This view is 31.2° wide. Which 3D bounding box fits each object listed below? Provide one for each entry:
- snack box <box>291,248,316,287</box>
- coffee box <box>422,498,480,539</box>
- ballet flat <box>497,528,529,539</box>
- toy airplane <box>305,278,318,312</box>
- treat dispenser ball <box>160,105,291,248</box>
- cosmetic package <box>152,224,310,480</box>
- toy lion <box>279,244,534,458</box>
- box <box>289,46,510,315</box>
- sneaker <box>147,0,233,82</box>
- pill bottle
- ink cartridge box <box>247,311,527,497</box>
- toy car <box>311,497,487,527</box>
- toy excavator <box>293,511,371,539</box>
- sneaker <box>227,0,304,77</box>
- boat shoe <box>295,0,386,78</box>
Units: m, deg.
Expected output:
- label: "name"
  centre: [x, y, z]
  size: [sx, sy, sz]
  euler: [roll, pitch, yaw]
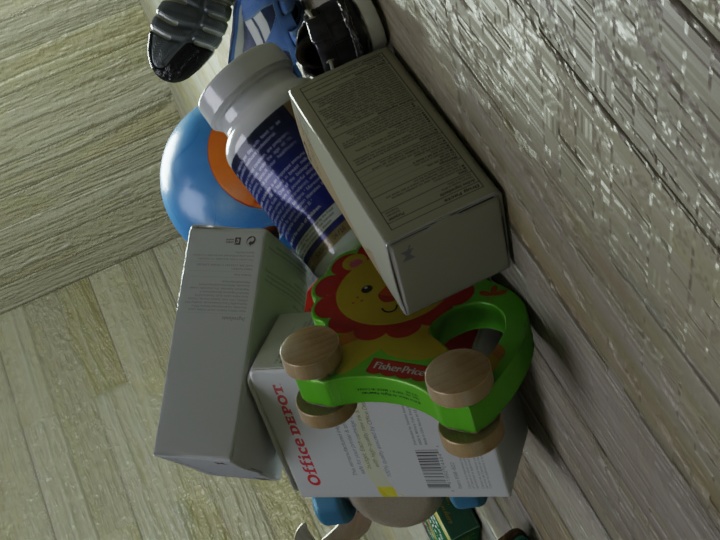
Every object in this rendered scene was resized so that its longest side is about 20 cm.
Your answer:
- label: "snack box"
  centre: [-0.053, 0.058, 1.606]
  size: [0.202, 0.067, 0.170]
  euler: [-79, -21, -47]
- label: "coffee box"
  centre: [0.107, 0.312, 1.642]
  size: [0.201, 0.043, 0.124]
  euler: [83, 162, -63]
- label: "ballet flat"
  centre: [0.150, 0.329, 1.323]
  size: [0.072, 0.068, 0.202]
  euler: [25, 147, 44]
- label: "toy airplane"
  centre: [-0.033, 0.072, 1.249]
  size: [0.202, 0.197, 0.142]
  euler: [-94, -21, -45]
- label: "treat dispenser ball"
  centre: [-0.141, -0.109, 1.544]
  size: [0.201, 0.199, 0.203]
  euler: [156, 90, -82]
- label: "cosmetic package"
  centre: [-0.109, 0.075, 1.123]
  size: [0.113, 0.080, 0.203]
  euler: [45, -128, -63]
- label: "toy lion"
  centre: [0.043, 0.039, 0.978]
  size: [0.198, 0.192, 0.069]
  euler: [7, 132, 32]
- label: "box"
  centre: [0.027, -0.072, 0.968]
  size: [0.078, 0.094, 0.201]
  euler: [74, 170, -46]
- label: "sneaker"
  centre: [-0.150, -0.288, 1.339]
  size: [0.074, 0.202, 0.115]
  euler: [26, -170, 5]
- label: "pill bottle"
  centre: [-0.050, -0.099, 1.160]
  size: [0.201, 0.115, 0.116]
  euler: [51, 169, 8]
- label: "ink cartridge box"
  centre: [0.025, 0.109, 1.076]
  size: [0.084, 0.197, 0.147]
  euler: [-63, -38, -50]
- label: "toy car"
  centre: [0.039, 0.151, 1.389]
  size: [0.201, 0.182, 0.179]
  euler: [-73, -32, -55]
- label: "toy excavator"
  centre: [0.006, 0.233, 1.491]
  size: [0.100, 0.191, 0.203]
  euler: [92, 167, -69]
- label: "sneaker"
  centre: [-0.086, -0.257, 1.285]
  size: [0.201, 0.081, 0.075]
  euler: [102, 178, -50]
- label: "boat shoe"
  centre: [-0.027, -0.190, 1.094]
  size: [0.075, 0.060, 0.200]
  euler: [66, 172, -8]
